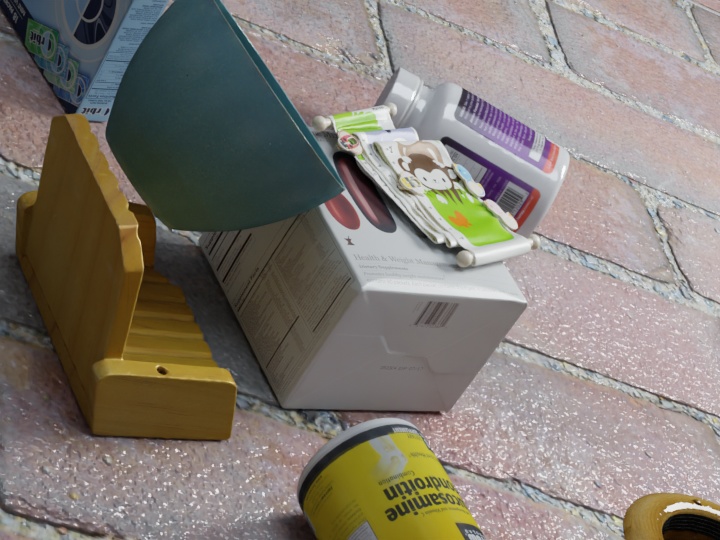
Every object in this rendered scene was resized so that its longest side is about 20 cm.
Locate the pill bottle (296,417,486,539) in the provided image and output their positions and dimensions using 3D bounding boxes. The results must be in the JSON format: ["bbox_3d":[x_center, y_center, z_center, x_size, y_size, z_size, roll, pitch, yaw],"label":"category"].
[{"bbox_3d":[0.039,0.217,1.423,0.111,0.112,0.201,3,42,-41],"label":"pill bottle"}]

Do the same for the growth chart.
[{"bbox_3d":[0.061,-0.075,1.653,0.200,0.018,0.144,44,31,12],"label":"growth chart"}]

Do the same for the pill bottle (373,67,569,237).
[{"bbox_3d":[0.105,-0.123,1.960,0.199,0.112,0.112,30,31,-8],"label":"pill bottle"}]

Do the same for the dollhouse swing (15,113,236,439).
[{"bbox_3d":[-0.164,-0.005,1.476,0.180,0.176,0.201,6,39,-38],"label":"dollhouse swing"}]

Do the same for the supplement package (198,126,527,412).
[{"bbox_3d":[0.000,0.000,1.653,0.190,0.148,0.201,5,42,-39],"label":"supplement package"}]

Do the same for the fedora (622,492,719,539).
[{"bbox_3d":[0.297,0.278,1.616,0.199,0.082,0.201,21,30,-13],"label":"fedora"}]

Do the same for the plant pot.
[{"bbox_3d":[-0.122,-0.109,1.506,0.201,0.134,0.200,56,3,-4],"label":"plant pot"}]

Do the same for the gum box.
[{"bbox_3d":[-0.244,-0.267,1.738,0.044,0.201,0.170,-2,45,-44],"label":"gum box"}]
